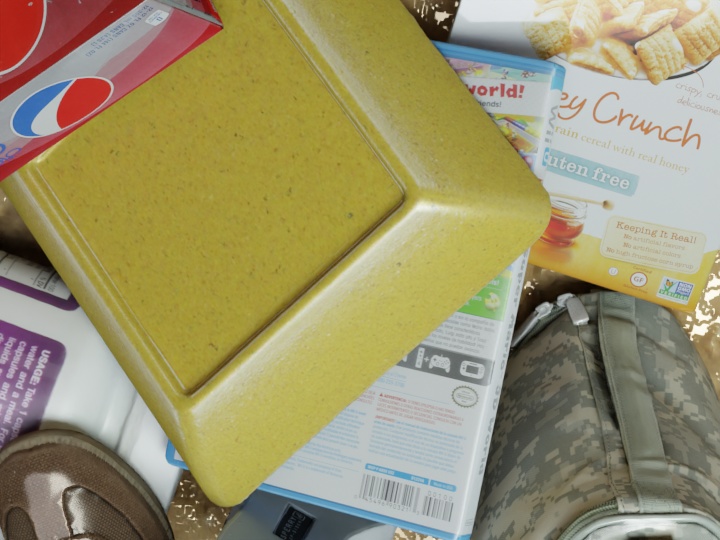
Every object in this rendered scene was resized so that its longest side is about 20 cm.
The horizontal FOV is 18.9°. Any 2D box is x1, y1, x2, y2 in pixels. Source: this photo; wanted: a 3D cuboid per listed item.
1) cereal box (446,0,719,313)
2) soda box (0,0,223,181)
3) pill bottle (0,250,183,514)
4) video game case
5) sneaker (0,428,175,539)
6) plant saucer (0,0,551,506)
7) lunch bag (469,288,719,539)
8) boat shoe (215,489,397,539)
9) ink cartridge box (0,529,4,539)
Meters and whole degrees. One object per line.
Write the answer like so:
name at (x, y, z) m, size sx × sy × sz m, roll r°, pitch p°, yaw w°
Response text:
cereal box at (0.109, -0.093, 0.927) m, size 0.143 × 0.040 × 0.201 m, roll 17°, pitch 117°, yaw 1°
soda box at (-0.159, -0.081, 0.899) m, size 0.199 × 0.063 × 0.070 m, roll -31°, pitch 73°, yaw 20°
pill bottle at (-0.172, 0.048, 0.996) m, size 0.199 × 0.112 × 0.113 m, roll 20°, pitch 117°, yaw -1°
video game case at (0.000, 0.000, 0.920) m, size 0.142 × 0.018 × 0.202 m, roll 12°, pitch 92°, yaw 24°
sneaker at (-0.105, 0.163, 0.950) m, size 0.070 × 0.076 × 0.201 m, roll -19°, pitch 117°, yaw 4°
plant saucer at (-0.053, -0.037, 0.908) m, size 0.200 × 0.048 × 0.200 m, roll -42°, pitch 72°, yaw 16°
lunch bag at (0.110, 0.121, 0.945) m, size 0.138 × 0.200 × 0.169 m, roll 3°, pitch 118°, yaw -2°
boat shoe at (-0.036, 0.145, 0.970) m, size 0.074 × 0.202 × 0.087 m, roll 27°, pitch 106°, yaw 3°
ink cartridge box at (-0.197, 0.165, 0.989) m, size 0.067 × 0.117 × 0.200 m, roll 1°, pitch 154°, yaw 38°
